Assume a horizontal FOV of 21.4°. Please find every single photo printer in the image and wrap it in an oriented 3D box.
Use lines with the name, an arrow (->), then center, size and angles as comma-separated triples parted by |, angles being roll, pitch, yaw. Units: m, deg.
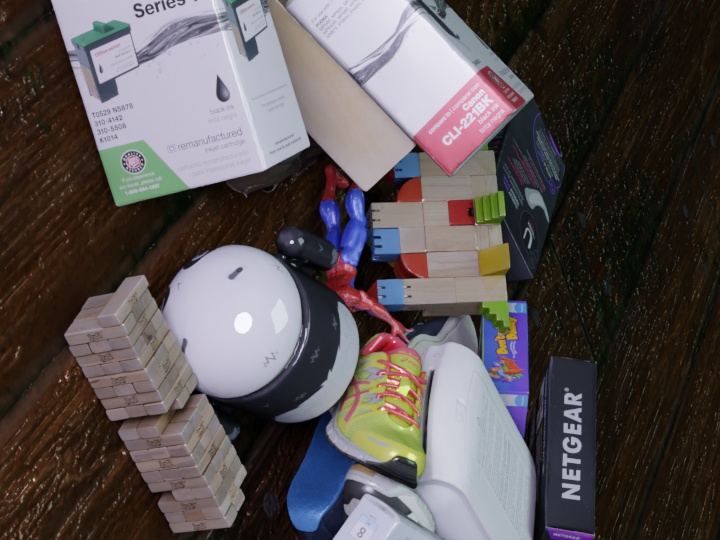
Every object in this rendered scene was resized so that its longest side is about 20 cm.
photo printer -> 0.092, 0.175, 1.674 | 0.167, 0.069, 0.200 | -81, 152, -42

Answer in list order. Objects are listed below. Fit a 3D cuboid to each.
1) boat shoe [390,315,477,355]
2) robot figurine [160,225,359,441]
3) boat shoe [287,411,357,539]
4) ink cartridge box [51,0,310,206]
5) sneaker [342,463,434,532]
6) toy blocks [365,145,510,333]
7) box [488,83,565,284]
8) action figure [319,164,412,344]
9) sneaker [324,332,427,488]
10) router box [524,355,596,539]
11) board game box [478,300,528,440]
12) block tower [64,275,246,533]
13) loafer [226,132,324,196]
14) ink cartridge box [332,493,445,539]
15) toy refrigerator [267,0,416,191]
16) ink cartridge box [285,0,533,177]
boat shoe -> 0.056, 0.088, 1.842 | 0.075, 0.062, 0.200 | 70, 25, -13
robot figurine -> -0.078, 0.052, 1.515 | 0.200, 0.124, 0.151 | 31, 51, -62
boat shoe -> -0.010, 0.166, 1.681 | 0.200, 0.084, 0.069 | -50, 137, -37
ink cartridge box -> -0.142, -0.167, 1.456 | 0.084, 0.145, 0.201 | -35, 110, -60
sneaker -> 0.013, 0.245, 1.604 | 0.088, 0.075, 0.201 | -50, 148, -29
toy blocks -> 0.065, -0.035, 1.837 | 0.100, 0.136, 0.201 | 113, -26, -72
box -> 0.134, -0.086, 2.017 | 0.123, 0.106, 0.200 | 61, 31, -29
action figure -> 0.000, 0.000, 1.757 | 0.099, 0.065, 0.201 | 41, 43, -35
sneaker -> 0.020, 0.107, 1.568 | 0.078, 0.091, 0.200 | 29, 12, -20
router box -> 0.186, 0.206, 1.806 | 0.150, 0.051, 0.201 | 100, -3, -49
board game box -> 0.136, 0.149, 1.877 | 0.135, 0.044, 0.201 | -85, 177, -52
block tower -> -0.152, 0.103, 1.429 | 0.201, 0.057, 0.054 | 67, 28, -26
loafer -> -0.079, -0.111, 1.666 | 0.073, 0.071, 0.200 | 45, 17, 5
ink cartridge box -> -0.002, 0.292, 1.532 | 0.201, 0.047, 0.160 | -56, 144, -3
toy refrigerator -> -0.036, -0.170, 1.652 | 0.200, 0.070, 0.076 | 46, 17, -8
ink cartridge box -> 0.044, -0.186, 1.621 | 0.200, 0.084, 0.144 | 45, 15, 1
